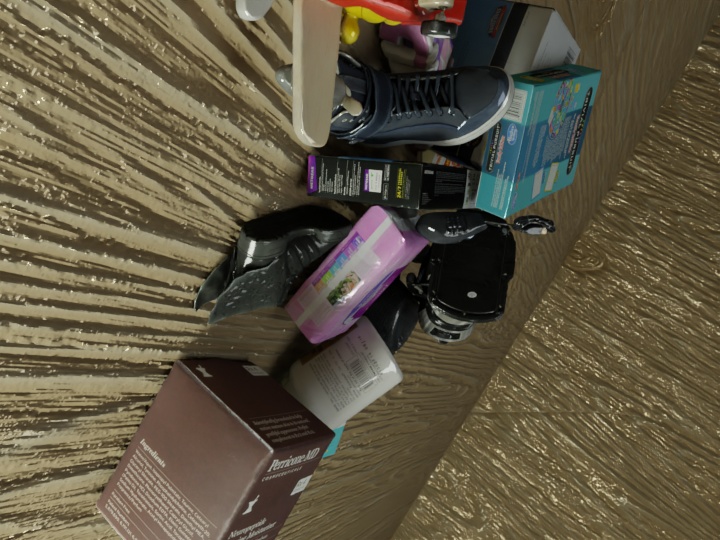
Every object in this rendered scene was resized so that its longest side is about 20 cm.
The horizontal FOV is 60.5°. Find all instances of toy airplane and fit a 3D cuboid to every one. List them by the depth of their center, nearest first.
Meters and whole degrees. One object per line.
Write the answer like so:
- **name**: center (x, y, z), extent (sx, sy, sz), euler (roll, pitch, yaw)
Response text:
- **toy airplane**: center (-0.026, -0.235, 0.494), extent (0.200, 0.141, 0.200), euler (-43, 117, -8)

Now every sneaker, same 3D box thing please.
- **sneaker**: center (0.044, -0.175, 0.624), extent (0.145, 0.198, 0.079), euler (7, 78, -59)
- **sneaker**: center (-0.094, -0.009, 0.710), extent (0.198, 0.060, 0.106), euler (-16, 133, -49)
- **sneaker**: center (0.075, -0.234, 0.740), extent (0.089, 0.079, 0.202), euler (-55, 158, -28)

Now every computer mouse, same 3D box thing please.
- **computer mouse**: center (0.162, -0.050, 0.782), extent (0.059, 0.194, 0.035), euler (141, -52, -72)

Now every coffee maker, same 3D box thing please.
- **coffee maker**: center (0.156, -0.001, 0.905), extent (0.194, 0.133, 0.200), euler (-55, 174, -11)

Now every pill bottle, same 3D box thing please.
- **pill bottle**: center (-0.045, 0.168, 0.915), extent (0.198, 0.115, 0.115), euler (-34, 153, -5)

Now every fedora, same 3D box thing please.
- **fedora**: center (0.040, 0.077, 1.030), extent (0.200, 0.091, 0.203), euler (-43, 153, -28)

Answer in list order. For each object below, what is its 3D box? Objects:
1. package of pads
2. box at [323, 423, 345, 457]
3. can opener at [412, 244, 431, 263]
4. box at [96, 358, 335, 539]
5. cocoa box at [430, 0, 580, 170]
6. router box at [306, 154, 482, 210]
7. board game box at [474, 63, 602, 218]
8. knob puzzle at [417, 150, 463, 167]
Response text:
- **package of pads**: center (0.000, 0.000, 0.819), extent (0.201, 0.076, 0.120), euler (-48, 165, 22)
- **box**: center (-0.063, 0.241, 1.061), extent (0.081, 0.049, 0.204), euler (-8, 130, -34)
- **can opener**: center (0.070, -0.044, 0.968), extent (0.054, 0.066, 0.199), euler (-62, 163, 13)
- **box**: center (-0.167, 0.237, 0.736), extent (0.203, 0.163, 0.165), euler (-59, 156, 5)
- **cocoa box**: center (0.183, -0.236, 0.829), extent (0.132, 0.130, 0.205), euler (7, 106, -55)
- **router box**: center (0.049, -0.106, 0.745), extent (0.198, 0.146, 0.053), euler (-11, 108, -59)
- **board game box**: center (0.223, -0.167, 0.768), extent (0.198, 0.046, 0.155), euler (-25, 131, -45)
- **knob puzzle**: center (0.131, -0.213, 0.921), extent (0.218, 0.030, 0.224), euler (-36, 138, -39)
